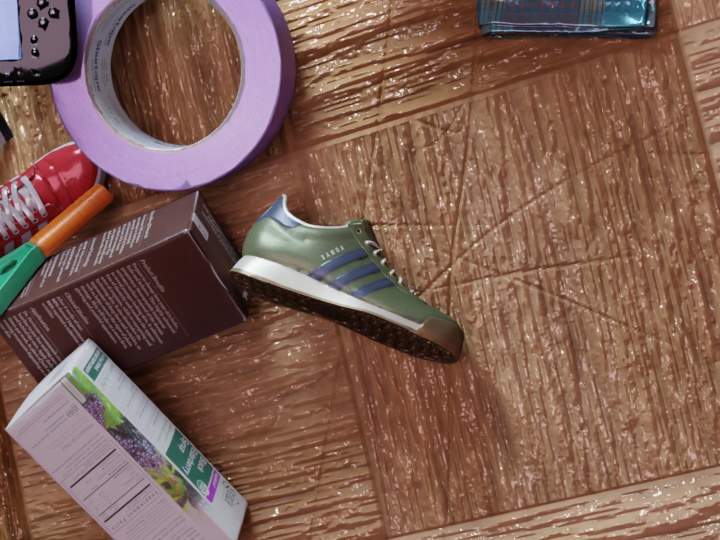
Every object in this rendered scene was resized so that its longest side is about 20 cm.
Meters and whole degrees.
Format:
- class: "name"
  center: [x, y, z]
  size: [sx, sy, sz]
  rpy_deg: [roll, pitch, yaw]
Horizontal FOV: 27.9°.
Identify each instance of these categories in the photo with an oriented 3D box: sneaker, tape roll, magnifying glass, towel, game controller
- class: "sneaker"
  center: [0.000, 0.000, 1.180]
  size: [0.199, 0.067, 0.090]
  rpy_deg: [20, 71, 4]
- class: "tape roll"
  center: [-0.157, -0.170, 1.216]
  size: [0.198, 0.066, 0.202]
  rpy_deg: [1, 98, 8]
- class: "sneaker"
  center: [-0.319, -0.048, 1.263]
  size: [0.199, 0.112, 0.072]
  rpy_deg: [-36, 78, 13]
- class: "magnifying glass"
  center: [-0.290, -0.003, 1.228]
  size: [0.200, 0.022, 0.079]
  rpy_deg: [-45, 32, -20]
- class: "towel"
  center: [0.167, -0.287, 1.159]
  size: [0.145, 0.022, 0.202]
  rpy_deg: [2, 89, 18]
- class: "game controller"
  center: [-0.329, -0.201, 1.173]
  size: [0.198, 0.042, 0.105]
  rpy_deg: [-2, 91, 2]

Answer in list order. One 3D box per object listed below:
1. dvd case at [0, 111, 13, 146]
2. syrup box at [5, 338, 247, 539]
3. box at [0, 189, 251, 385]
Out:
- class: "dvd case"
  center: [-0.408, -0.118, 1.238]
  size: [0.200, 0.149, 0.016]
  rpy_deg: [-42, 42, -24]
- class: "syrup box"
  center: [-0.189, 0.163, 1.194]
  size: [0.081, 0.079, 0.200]
  rpy_deg: [-40, 101, 14]
- class: "box"
  center: [-0.200, 0.022, 1.222]
  size: [0.199, 0.075, 0.101]
  rpy_deg: [-21, 120, 17]
